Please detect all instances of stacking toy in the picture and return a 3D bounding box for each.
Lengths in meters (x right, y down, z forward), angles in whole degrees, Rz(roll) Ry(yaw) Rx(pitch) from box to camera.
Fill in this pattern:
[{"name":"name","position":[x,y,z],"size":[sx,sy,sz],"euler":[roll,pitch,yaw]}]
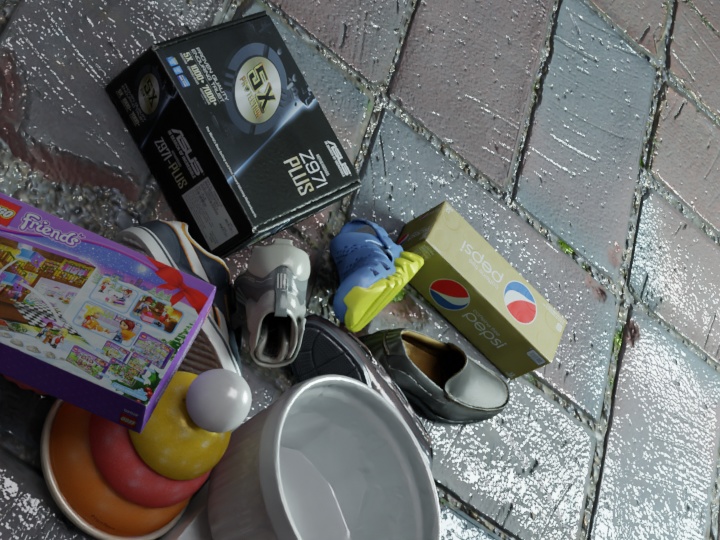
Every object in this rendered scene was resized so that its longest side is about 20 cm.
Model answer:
[{"name":"stacking toy","position":[-0.148,0.128,1.194],"size":[0.146,0.200,0.146],"euler":[21,57,-35]}]

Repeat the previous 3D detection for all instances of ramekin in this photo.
[{"name":"ramekin","position":[-0.036,0.196,1.252],"size":[0.200,0.105,0.200],"euler":[31,45,-38]}]

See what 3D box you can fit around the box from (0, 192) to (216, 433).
[{"name":"box","position":[-0.228,0.028,1.149],"size":[0.200,0.039,0.137],"euler":[24,46,3]}]

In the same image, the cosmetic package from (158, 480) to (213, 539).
[{"name":"cosmetic package","position":[-0.111,0.276,1.262],"size":[0.151,0.052,0.200],"euler":[49,44,-9]}]

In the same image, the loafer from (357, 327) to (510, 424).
[{"name":"loafer","position":[0.084,0.106,1.511],"size":[0.200,0.072,0.073],"euler":[17,58,-37]}]

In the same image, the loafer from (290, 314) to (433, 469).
[{"name":"loafer","position":[0.002,0.120,1.442],"size":[0.200,0.072,0.063],"euler":[53,27,-13]}]

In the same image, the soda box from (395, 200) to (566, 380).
[{"name":"soda box","position":[0.126,0.022,1.600],"size":[0.200,0.064,0.068],"euler":[44,46,-18]}]

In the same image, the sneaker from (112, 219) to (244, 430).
[{"name":"sneaker","position":[-0.141,0.044,1.334],"size":[0.079,0.078,0.200],"euler":[-26,91,-50]}]

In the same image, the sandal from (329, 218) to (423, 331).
[{"name":"sandal","position":[0.000,0.000,1.463],"size":[0.087,0.079,0.200],"euler":[46,12,-1]}]

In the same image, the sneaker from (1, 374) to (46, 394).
[{"name":"sneaker","position":[-0.295,0.035,1.190],"size":[0.200,0.087,0.074],"euler":[20,55,-34]}]

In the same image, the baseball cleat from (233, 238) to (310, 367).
[{"name":"baseball cleat","position":[-0.083,0.040,1.333],"size":[0.070,0.200,0.107],"euler":[5,74,-1]}]

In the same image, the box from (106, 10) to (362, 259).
[{"name":"box","position":[-0.118,-0.129,1.437],"size":[0.164,0.086,0.200],"euler":[-27,88,-47]}]
